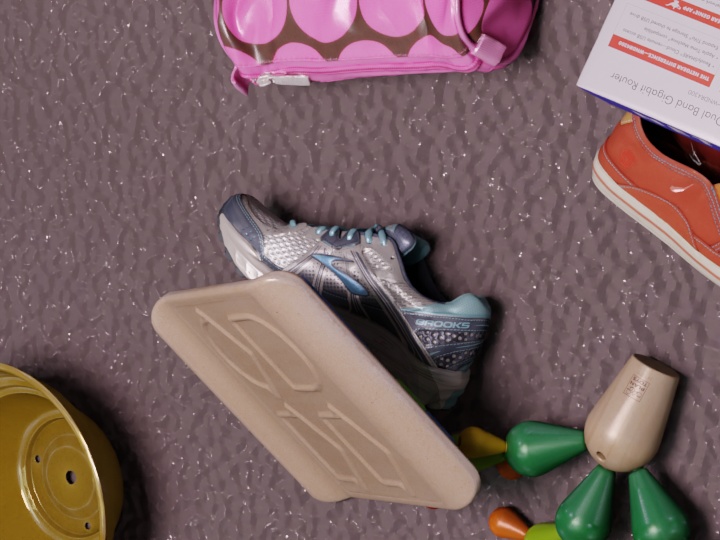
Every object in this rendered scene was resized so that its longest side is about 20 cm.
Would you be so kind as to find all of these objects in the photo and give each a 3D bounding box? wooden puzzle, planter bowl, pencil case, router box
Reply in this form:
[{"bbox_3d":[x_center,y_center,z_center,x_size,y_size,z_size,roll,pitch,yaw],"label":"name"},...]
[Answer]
[{"bbox_3d":[-0.025,0.069,1.231,0.185,0.046,0.200,47,156,-14],"label":"wooden puzzle"},{"bbox_3d":[-0.232,0.156,1.436,0.200,0.083,0.201,7,102,34],"label":"planter bowl"},{"bbox_3d":[0.008,-0.156,1.216,0.200,0.091,0.094,-1,62,37],"label":"pencil case"},{"bbox_3d":[0.239,-0.139,1.050,0.200,0.049,0.180,28,96,28],"label":"router box"}]

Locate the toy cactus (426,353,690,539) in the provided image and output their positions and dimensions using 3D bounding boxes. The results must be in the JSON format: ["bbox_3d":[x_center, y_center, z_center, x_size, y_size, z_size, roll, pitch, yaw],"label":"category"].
[{"bbox_3d":[0.133,0.127,1.181,0.200,0.102,0.165,33,105,37],"label":"toy cactus"}]

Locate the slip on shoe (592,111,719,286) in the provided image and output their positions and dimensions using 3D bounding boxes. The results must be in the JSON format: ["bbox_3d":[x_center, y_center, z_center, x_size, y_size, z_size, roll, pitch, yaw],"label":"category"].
[{"bbox_3d":[0.214,-0.031,1.100,0.200,0.074,0.061,38,128,30],"label":"slip on shoe"}]

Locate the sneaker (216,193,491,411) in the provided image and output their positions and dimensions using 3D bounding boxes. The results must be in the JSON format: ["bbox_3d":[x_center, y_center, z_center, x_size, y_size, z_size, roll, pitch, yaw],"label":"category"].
[{"bbox_3d":[0.000,0.000,1.266,0.200,0.078,0.086,36,104,18],"label":"sneaker"}]
